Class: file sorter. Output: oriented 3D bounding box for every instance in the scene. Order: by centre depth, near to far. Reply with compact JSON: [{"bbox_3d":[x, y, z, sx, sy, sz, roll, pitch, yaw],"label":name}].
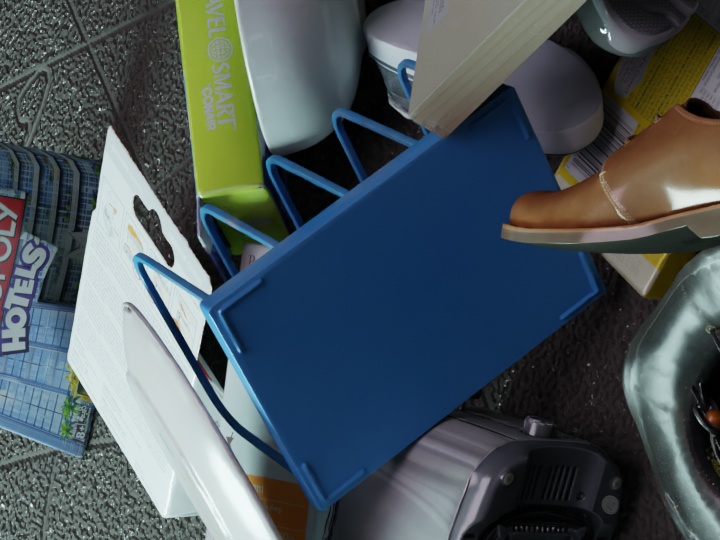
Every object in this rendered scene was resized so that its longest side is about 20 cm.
[{"bbox_3d":[0.000,0.000,1.359,0.200,0.139,0.123,-37,31,-16],"label":"file sorter"}]

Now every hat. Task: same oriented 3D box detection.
[{"bbox_3d":[0.223,0.067,1.215,0.201,0.081,0.201,26,126,42],"label":"hat"}]

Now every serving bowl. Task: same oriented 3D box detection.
[{"bbox_3d":[-0.034,-0.170,1.504,0.066,0.200,0.200,-7,74,4],"label":"serving bowl"}]

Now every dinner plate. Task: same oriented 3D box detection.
[{"bbox_3d":[-0.085,0.108,1.388,0.024,0.200,0.200,-29,51,-8],"label":"dinner plate"}]

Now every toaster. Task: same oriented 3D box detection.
[{"bbox_3d":[0.052,0.163,1.379,0.129,0.114,0.200,26,107,51],"label":"toaster"}]

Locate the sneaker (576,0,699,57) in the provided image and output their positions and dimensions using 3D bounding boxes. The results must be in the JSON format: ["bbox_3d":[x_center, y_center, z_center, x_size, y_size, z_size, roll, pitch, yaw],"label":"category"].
[{"bbox_3d":[0.127,-0.160,1.350,0.082,0.075,0.200,-54,19,27],"label":"sneaker"}]

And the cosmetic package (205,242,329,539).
[{"bbox_3d":[-0.026,0.088,1.505,0.101,0.071,0.200,4,86,48],"label":"cosmetic package"}]

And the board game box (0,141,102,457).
[{"bbox_3d":[-0.258,0.014,1.678,0.062,0.200,0.200,18,98,49],"label":"board game box"}]

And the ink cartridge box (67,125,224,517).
[{"bbox_3d":[-0.123,0.031,1.593,0.161,0.050,0.200,54,141,39],"label":"ink cartridge box"}]

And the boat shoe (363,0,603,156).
[{"bbox_3d":[0.070,-0.094,1.432,0.200,0.072,0.068,30,142,49],"label":"boat shoe"}]

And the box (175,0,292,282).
[{"bbox_3d":[-0.078,-0.100,1.553,0.048,0.122,0.200,-8,73,5],"label":"box"}]

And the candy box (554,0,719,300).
[{"bbox_3d":[0.176,-0.094,1.345,0.102,0.026,0.200,48,118,41],"label":"candy box"}]

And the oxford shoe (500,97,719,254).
[{"bbox_3d":[0.147,-0.044,1.219,0.200,0.071,0.071,-9,83,46],"label":"oxford shoe"}]

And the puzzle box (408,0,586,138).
[{"bbox_3d":[0.082,-0.173,1.318,0.133,0.025,0.200,-44,23,37],"label":"puzzle box"}]
